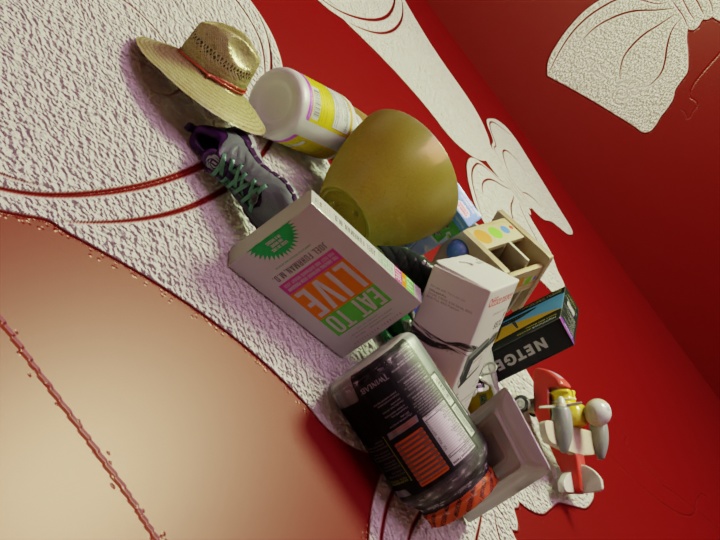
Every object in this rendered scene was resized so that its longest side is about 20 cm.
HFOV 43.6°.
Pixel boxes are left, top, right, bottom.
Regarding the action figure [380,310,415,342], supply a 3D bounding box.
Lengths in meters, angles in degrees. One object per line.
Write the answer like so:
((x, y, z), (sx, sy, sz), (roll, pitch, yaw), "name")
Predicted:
((0.054, 0.073, 1.268), (0.201, 0.054, 0.118), (53, 19, -16), "action figure")

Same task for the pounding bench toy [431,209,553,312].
((0.187, 0.027, 1.480), (0.155, 0.201, 0.124), (-16, 52, -44), "pounding bench toy")

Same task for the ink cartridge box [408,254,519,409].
((0.117, 0.091, 1.158), (0.083, 0.203, 0.144), (25, 15, 20), "ink cartridge box")

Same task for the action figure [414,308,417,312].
((0.102, 0.033, 1.362), (0.200, 0.098, 0.066), (44, 26, -32), "action figure")

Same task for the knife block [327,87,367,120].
((0.016, -0.196, 1.491), (0.199, 0.064, 0.176), (26, 23, -52), "knife block")

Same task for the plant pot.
((0.022, -0.111, 1.306), (0.141, 0.200, 0.201), (-36, 91, -32), "plant pot")

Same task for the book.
((-0.038, 0.005, 1.061), (0.200, 0.133, 0.048), (40, 31, -31), "book")

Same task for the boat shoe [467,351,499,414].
((0.160, 0.155, 1.278), (0.086, 0.073, 0.205), (-78, 154, -79), "boat shoe")

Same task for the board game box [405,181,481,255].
((0.084, -0.105, 1.403), (0.036, 0.200, 0.152), (-37, 92, -29), "board game box")

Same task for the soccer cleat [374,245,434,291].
((0.000, 0.000, 1.146), (0.197, 0.068, 0.081), (14, 39, 6), "soccer cleat")

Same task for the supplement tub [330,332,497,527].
((0.064, 0.184, 1.039), (0.201, 0.122, 0.122), (56, 22, 1), "supplement tub")

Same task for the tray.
((0.146, 0.229, 1.088), (0.022, 0.200, 0.108), (-13, 66, -31), "tray")

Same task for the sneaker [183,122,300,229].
((-0.146, -0.104, 1.083), (0.087, 0.075, 0.200), (8, 34, -47), "sneaker")

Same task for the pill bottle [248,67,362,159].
((-0.073, -0.227, 1.352), (0.199, 0.104, 0.105), (13, 47, -59), "pill bottle")

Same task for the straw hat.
((-0.180, -0.269, 1.147), (0.200, 0.085, 0.201), (36, 15, -11), "straw hat")

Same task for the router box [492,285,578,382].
((0.234, 0.110, 1.378), (0.051, 0.199, 0.149), (57, 22, -6), "router box")

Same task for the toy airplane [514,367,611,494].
((0.354, 0.268, 1.479), (0.200, 0.140, 0.200), (50, 23, -12), "toy airplane")
